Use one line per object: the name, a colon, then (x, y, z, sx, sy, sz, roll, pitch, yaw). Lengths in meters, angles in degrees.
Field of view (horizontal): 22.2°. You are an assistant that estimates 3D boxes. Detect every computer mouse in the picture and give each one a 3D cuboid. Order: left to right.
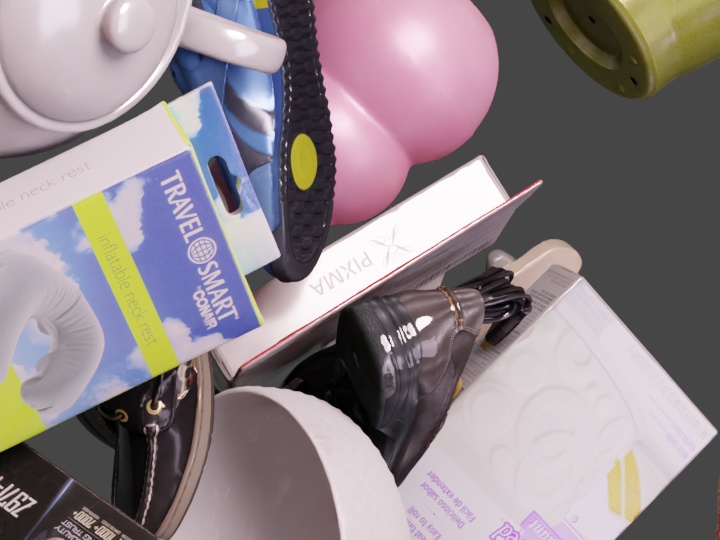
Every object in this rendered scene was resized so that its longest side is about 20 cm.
computer mouse: (0.019, 0.051, 1.124, 0.139, 0.046, 0.200, -14, 156, -30)

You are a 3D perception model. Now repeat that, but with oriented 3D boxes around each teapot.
teapot: (-0.145, -0.132, 0.847, 0.200, 0.145, 0.198, -43, 140, -28)

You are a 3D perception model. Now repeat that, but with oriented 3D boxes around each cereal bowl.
cereal bowl: (-0.035, 0.164, 0.993, 0.083, 0.200, 0.202, 6, 107, -35)

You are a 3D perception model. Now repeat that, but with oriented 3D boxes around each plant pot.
plant pot: (0.217, -0.223, 1.233, 0.193, 0.200, 0.201, -40, 139, -11)

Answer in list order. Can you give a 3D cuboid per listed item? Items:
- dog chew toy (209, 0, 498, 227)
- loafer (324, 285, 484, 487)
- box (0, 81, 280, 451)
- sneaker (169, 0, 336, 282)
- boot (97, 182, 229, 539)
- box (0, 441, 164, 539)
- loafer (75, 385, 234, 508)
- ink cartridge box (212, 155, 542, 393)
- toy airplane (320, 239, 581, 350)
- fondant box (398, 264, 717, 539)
dog chew toy: (-0.013, -0.086, 1.071, 0.200, 0.124, 0.125, -47, 143, -3)
loafer: (0.026, 0.073, 1.022, 0.072, 0.073, 0.200, -19, 158, -16)
box: (-0.136, 0.007, 0.873, 0.199, 0.048, 0.123, -26, 132, -7)
sneaker: (-0.063, -0.093, 0.994, 0.066, 0.078, 0.202, -21, 105, -64)
boot: (-0.151, 0.045, 0.969, 0.149, 0.073, 0.202, 4, 100, -34)
box: (-0.176, 0.173, 0.944, 0.086, 0.199, 0.165, -39, 138, -29)
loafer: (-0.096, 0.099, 1.091, 0.073, 0.071, 0.200, -54, 129, -14)
ink cartridge box: (0.000, 0.000, 1.068, 0.199, 0.045, 0.176, -31, 173, -10)
toy airplane: (0.045, 0.070, 1.242, 0.198, 0.141, 0.201, 5, 99, -15)
fondant box: (0.106, 0.119, 1.163, 0.200, 0.058, 0.144, -45, 106, -3)
